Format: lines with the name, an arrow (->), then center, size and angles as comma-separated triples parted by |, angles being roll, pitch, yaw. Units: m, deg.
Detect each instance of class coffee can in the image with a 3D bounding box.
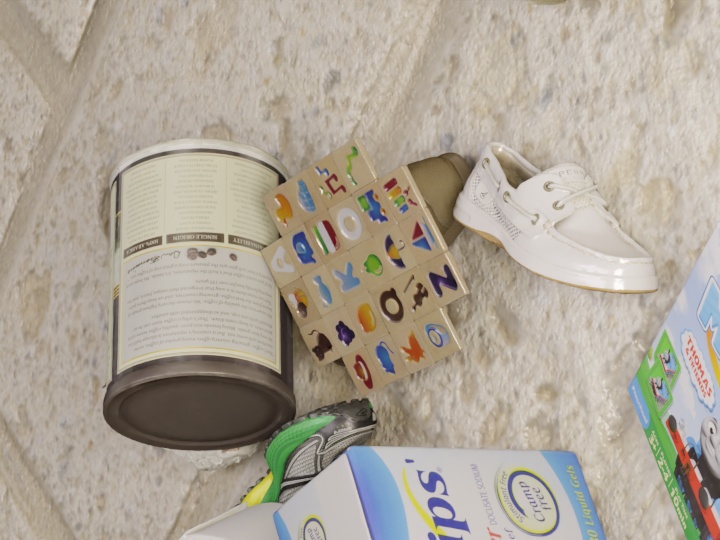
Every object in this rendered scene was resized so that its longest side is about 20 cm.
coffee can -> -0.124, 0.019, 1.841 | 0.146, 0.146, 0.201 | -33, 49, 46

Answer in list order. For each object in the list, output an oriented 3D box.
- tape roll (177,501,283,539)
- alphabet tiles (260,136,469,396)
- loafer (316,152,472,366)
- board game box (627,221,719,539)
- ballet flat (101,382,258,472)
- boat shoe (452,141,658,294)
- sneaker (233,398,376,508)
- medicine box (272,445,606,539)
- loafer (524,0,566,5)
tape roll -> -0.065, 0.276, 1.771 | 0.202, 0.071, 0.203 | 25, 126, 40
alphabet tiles -> 0.000, 0.000, 1.718 | 0.200, 0.006, 0.167 | -29, 88, 53
loafer -> 0.011, -0.011, 1.760 | 0.200, 0.067, 0.076 | -59, 44, 30
board game box -> 0.226, 0.083, 1.433 | 0.200, 0.036, 0.152 | 109, 147, -55
ballet flat -> -0.138, 0.127, 1.956 | 0.200, 0.072, 0.072 | 25, 106, 50
boat shoe -> 0.131, -0.039, 1.602 | 0.200, 0.071, 0.070 | 31, 112, 51
sneaker -> -0.030, 0.170, 1.800 | 0.085, 0.078, 0.200 | 56, 140, 28
medicine box -> 0.067, 0.217, 1.550 | 0.103, 0.200, 0.183 | -44, 53, 41
loafer -> 0.137, -0.213, 1.616 | 0.200, 0.076, 0.069 | 19, 109, 52
